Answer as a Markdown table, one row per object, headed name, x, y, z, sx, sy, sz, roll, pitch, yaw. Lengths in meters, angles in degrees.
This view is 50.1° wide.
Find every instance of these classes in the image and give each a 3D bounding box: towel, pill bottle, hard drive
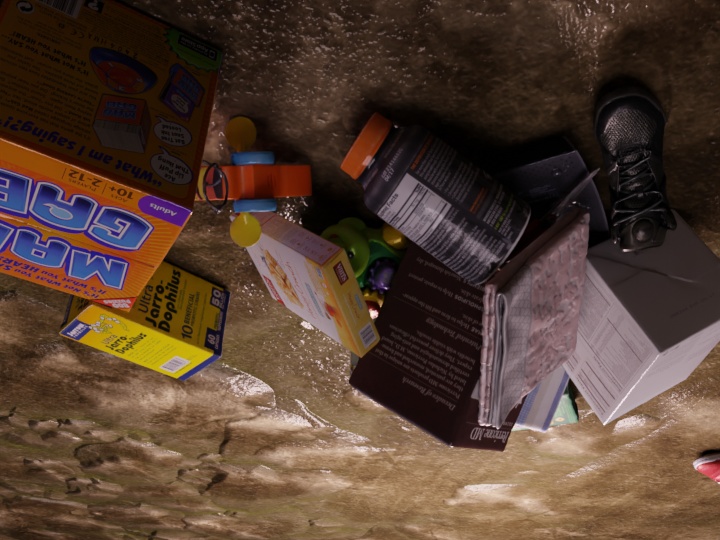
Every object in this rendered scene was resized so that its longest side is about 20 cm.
| name | x | y | z | sx | sy | sz | roll | pitch | yaw |
| --- | --- | --- | --- | --- | --- | --- | --- | --- | --- |
| towel | 0.243 | 0.162 | 1.198 | 0.197 | 0.149 | 0.024 | 21 | -179 | -27 |
| pill bottle | 0.075 | -0.083 | 0.826 | 0.199 | 0.107 | 0.106 | 36 | 140 | -3 |
| hard drive | 0.219 | -0.076 | 0.920 | 0.133 | 0.043 | 0.200 | -14 | 143 | 22 |
| towel | 0.199 | 0.056 | 0.868 | 0.032 | 0.190 | 0.203 | 24 | 133 | 35 |

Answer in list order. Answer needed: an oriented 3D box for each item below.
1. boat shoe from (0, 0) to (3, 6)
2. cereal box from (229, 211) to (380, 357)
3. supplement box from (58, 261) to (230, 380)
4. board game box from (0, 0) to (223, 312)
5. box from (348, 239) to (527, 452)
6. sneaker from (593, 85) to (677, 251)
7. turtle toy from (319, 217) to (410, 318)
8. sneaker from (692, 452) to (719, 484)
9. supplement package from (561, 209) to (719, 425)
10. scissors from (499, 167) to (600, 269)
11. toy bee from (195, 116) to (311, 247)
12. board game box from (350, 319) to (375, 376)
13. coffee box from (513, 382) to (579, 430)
| name | x | y | z | sx | sy | sz | roll | pitch | yaw |
| --- | --- | --- | --- | --- | --- | --- | --- | --- | --- |
| boat shoe | -0.389 | -0.224 | 0.709 | 0.075 | 0.075 | 0.203 | 39 | 123 | 7 |
| cereal box | -0.069 | 0.007 | 0.925 | 0.199 | 0.039 | 0.145 | 27 | 149 | 46 |
| supplement box | -0.297 | 0.058 | 1.078 | 0.198 | 0.111 | 0.109 | 27 | 139 | -33 |
| board game box | -0.270 | -0.118 | 0.740 | 0.197 | 0.203 | 0.200 | 20 | 142 | -24 |
| box | 0.122 | 0.094 | 0.957 | 0.163 | 0.203 | 0.165 | 24 | -179 | 35 |
| sneaker | 0.297 | -0.099 | 0.824 | 0.075 | 0.116 | 0.200 | -11 | 142 | 15 |
| turtle toy | 0.000 | 0.000 | 0.987 | 0.143 | 0.103 | 0.201 | -11 | 144 | 17 |
| sneaker | 0.779 | 0.449 | 1.590 | 0.197 | 0.114 | 0.071 | 16 | 143 | -19 |
| supplement package | 0.350 | 0.062 | 0.974 | 0.150 | 0.152 | 0.201 | -23 | 150 | -18 |
| scissors | 0.221 | -0.055 | 0.903 | 0.072 | 0.014 | 0.199 | 25 | 138 | -27 |
| toy bee | -0.142 | -0.103 | 0.831 | 0.107 | 0.134 | 0.199 | 2 | 166 | 27 |
| board game box | 0.083 | 0.146 | 1.192 | 0.102 | 0.106 | 0.199 | -21 | 139 | 31 |
| coffee box | 0.281 | 0.241 | 1.375 | 0.196 | 0.045 | 0.123 | -12 | 143 | 19 |
